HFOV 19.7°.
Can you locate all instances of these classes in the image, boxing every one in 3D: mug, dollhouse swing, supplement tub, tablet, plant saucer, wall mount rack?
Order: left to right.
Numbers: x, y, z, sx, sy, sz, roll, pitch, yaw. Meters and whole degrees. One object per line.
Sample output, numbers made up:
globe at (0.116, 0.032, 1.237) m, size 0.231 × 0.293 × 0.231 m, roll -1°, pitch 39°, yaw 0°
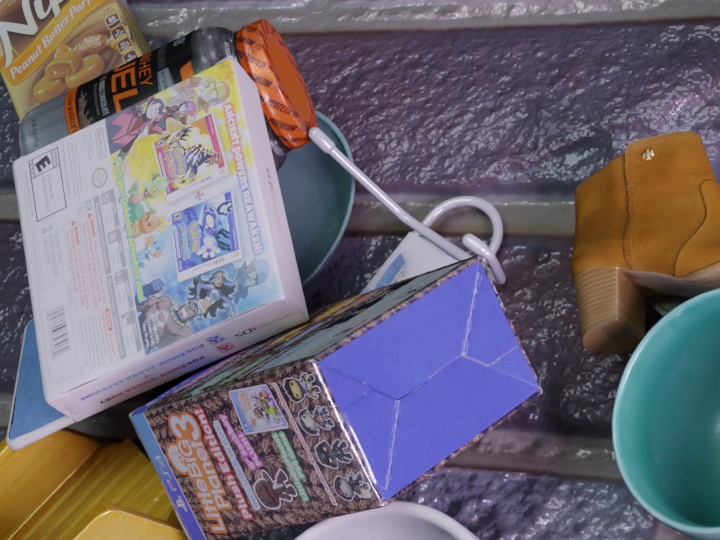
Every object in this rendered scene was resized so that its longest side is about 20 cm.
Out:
dollhouse swing at (-0.250, 0.150, 1.393) m, size 0.182 × 0.176 × 0.200 m, roll -46°, pitch 25°, yaw -6°
tablet at (-0.158, 0.044, 1.439) m, size 0.199 × 0.014 × 0.131 m, roll -24°, pitch 38°, yaw 19°
supplement tub at (-0.140, -0.100, 1.527) m, size 0.199 × 0.123 × 0.123 m, roll -24°, pitch 52°, yaw 11°
plant saucer at (-0.089, -0.036, 1.562) m, size 0.199 × 0.036 × 0.201 m, roll -13°, pitch 54°, yaw 19°
wall mount rack at (0.000, 0.000, 1.461) m, size 0.173 × 0.075 × 0.200 m, roll 34°, pitch 78°, yaw 30°
mug at (0.256, 0.095, 1.236) m, size 0.184 × 0.114 × 0.153 m, roll -10°, pitch 64°, yaw 37°

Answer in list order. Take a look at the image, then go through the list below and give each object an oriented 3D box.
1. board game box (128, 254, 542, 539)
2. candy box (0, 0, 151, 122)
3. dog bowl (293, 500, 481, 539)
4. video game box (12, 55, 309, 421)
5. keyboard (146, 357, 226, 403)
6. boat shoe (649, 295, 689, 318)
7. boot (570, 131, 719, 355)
board game box at (-0.017, 0.084, 1.301) m, size 0.159 × 0.097 × 0.199 m, roll -30°, pitch 7°, yaw -40°
candy box at (-0.244, -0.190, 1.725) m, size 0.115 × 0.055 × 0.201 m, roll -33°, pitch 51°, yaw 5°
dog bowl at (0.015, 0.241, 1.204) m, size 0.199 × 0.079 × 0.201 m, roll -20°, pitch 51°, yaw 27°
video game box at (-0.138, -0.023, 1.396) m, size 0.181 × 0.047 × 0.201 m, roll -24°, pitch 57°, yaw 17°
keyboard at (-0.119, 0.068, 1.495) m, size 0.199 × 0.039 × 0.105 m, roll 20°, pitch 95°, yaw 38°
boat shoe at (0.283, 0.030, 1.328) m, size 0.199 × 0.057 × 0.067 m, roll 2°, pitch 58°, yaw 34°
boot at (0.222, -0.034, 1.326) m, size 0.200 × 0.071 × 0.145 m, roll -17°, pitch 49°, yaw 28°
